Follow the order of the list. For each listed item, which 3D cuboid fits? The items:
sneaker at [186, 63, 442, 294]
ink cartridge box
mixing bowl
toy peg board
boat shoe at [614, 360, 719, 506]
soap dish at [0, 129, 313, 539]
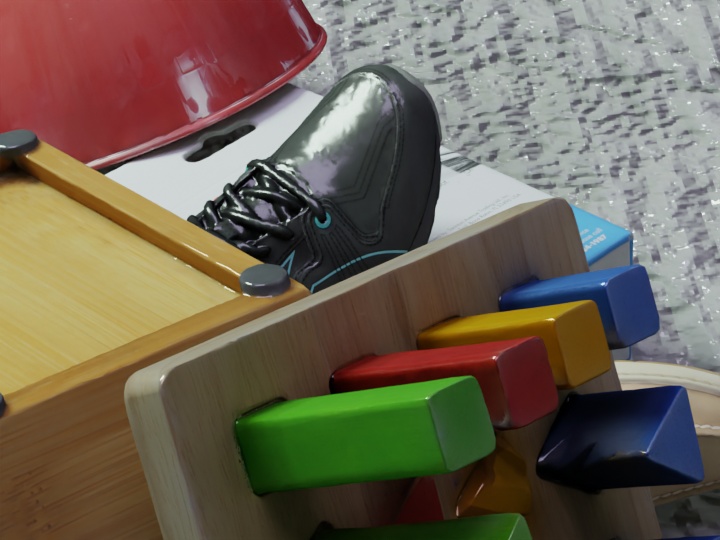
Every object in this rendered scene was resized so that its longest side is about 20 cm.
[{"bbox_3d":[-0.040,0.005,1.080,0.075,0.079,0.200,29,86,38],"label":"sneaker"},{"bbox_3d":[0.000,0.000,1.181,0.200,0.068,0.116,27,44,37],"label":"ink cartridge box"},{"bbox_3d":[-0.124,-0.121,1.280,0.200,0.109,0.200,-17,17,5],"label":"mixing bowl"},{"bbox_3d":[0.054,0.094,0.872,0.098,0.200,0.199,-8,11,44],"label":"toy peg board"},{"bbox_3d":[0.055,0.084,1.060,0.200,0.074,0.069,-7,50,-4],"label":"boat shoe"},{"bbox_3d":[-0.113,0.030,0.931,0.157,0.081,0.200,-23,34,-33],"label":"soap dish"}]
